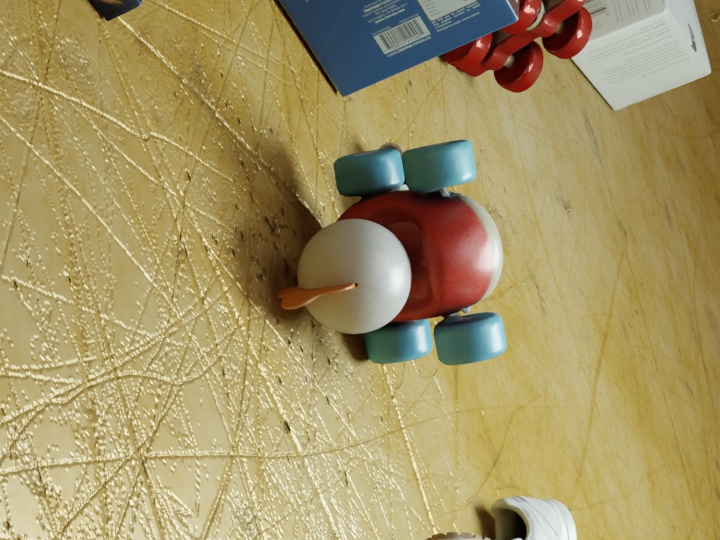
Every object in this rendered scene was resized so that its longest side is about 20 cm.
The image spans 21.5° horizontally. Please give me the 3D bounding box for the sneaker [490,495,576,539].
[{"bbox_3d":[0.160,0.306,1.780,0.099,0.075,0.201,20,49,-38],"label":"sneaker"}]

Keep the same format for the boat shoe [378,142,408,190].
[{"bbox_3d":[0.036,-0.052,1.787,0.066,0.072,0.201,51,26,-28],"label":"boat shoe"}]

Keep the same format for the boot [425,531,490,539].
[{"bbox_3d":[0.111,0.310,1.634,0.200,0.075,0.108,55,30,-34],"label":"boot"}]

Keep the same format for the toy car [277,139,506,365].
[{"bbox_3d":[0.000,0.000,1.596,0.199,0.176,0.186,-15,99,-41],"label":"toy car"}]

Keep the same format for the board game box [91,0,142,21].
[{"bbox_3d":[-0.209,-0.308,1.483,0.136,0.034,0.201,53,27,-36],"label":"board game box"}]

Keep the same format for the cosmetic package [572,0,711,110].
[{"bbox_3d":[0.399,-0.373,2.817,0.200,0.164,0.166,37,39,-54],"label":"cosmetic package"}]

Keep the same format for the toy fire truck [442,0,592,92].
[{"bbox_3d":[0.178,-0.318,2.211,0.112,0.200,0.169,18,54,-36],"label":"toy fire truck"}]

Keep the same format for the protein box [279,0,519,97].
[{"bbox_3d":[0.022,-0.312,1.813,0.200,0.198,0.135,55,25,-31],"label":"protein box"}]
